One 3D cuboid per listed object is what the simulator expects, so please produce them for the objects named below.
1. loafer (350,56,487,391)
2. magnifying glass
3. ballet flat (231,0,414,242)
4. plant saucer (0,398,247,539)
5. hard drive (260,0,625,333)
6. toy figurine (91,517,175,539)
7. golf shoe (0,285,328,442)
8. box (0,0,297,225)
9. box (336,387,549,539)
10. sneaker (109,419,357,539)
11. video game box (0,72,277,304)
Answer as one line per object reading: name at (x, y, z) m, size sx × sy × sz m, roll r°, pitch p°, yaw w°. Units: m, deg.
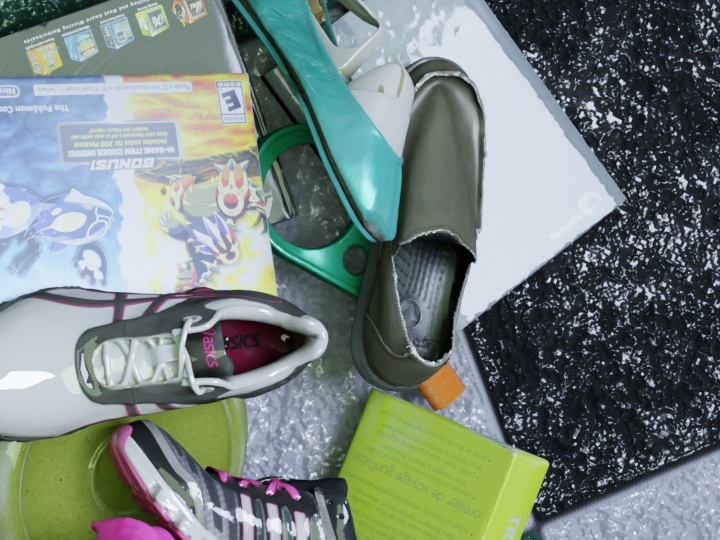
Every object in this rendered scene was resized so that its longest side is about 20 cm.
loafer at (0.045, -0.027, 1.065) m, size 0.075 × 0.070 × 0.201 m, roll 7°, pitch 86°, yaw -26°
magnifying glass at (0.000, 0.000, 1.094) m, size 0.080 × 0.022 × 0.200 m, roll -40°, pitch 105°, yaw -19°
ballet flat at (-0.010, -0.112, 1.043) m, size 0.070 × 0.067 × 0.200 m, roll -32°, pitch 65°, yaw 8°
plant saucer at (-0.140, 0.113, 1.052) m, size 0.200 × 0.031 × 0.201 m, roll -13°, pitch 111°, yaw -37°
hard drive at (0.053, -0.081, 1.129) m, size 0.139 × 0.033 × 0.200 m, roll -38°, pitch 97°, yaw -7°
toy figurine at (-0.161, 0.208, 0.967) m, size 0.184 × 0.150 × 0.200 m, roll -8°, pitch 123°, yaw -7°
golf shoe at (-0.114, 0.040, 0.931) m, size 0.200 × 0.088 × 0.077 m, roll -9°, pitch 90°, yaw -31°
box at (-0.158, -0.074, 1.086) m, size 0.200 × 0.049 × 0.162 m, roll -20°, pitch 97°, yaw -8°
box at (0.022, 0.185, 1.088) m, size 0.048 × 0.122 × 0.200 m, roll 24°, pitch 88°, yaw -50°
sneaker at (-0.052, 0.140, 1.033) m, size 0.200 × 0.074 × 0.088 m, roll 41°, pitch 77°, yaw -10°
video game box at (-0.145, -0.016, 0.997) m, size 0.200 × 0.047 × 0.183 m, roll -5°, pitch 86°, yaw -32°
